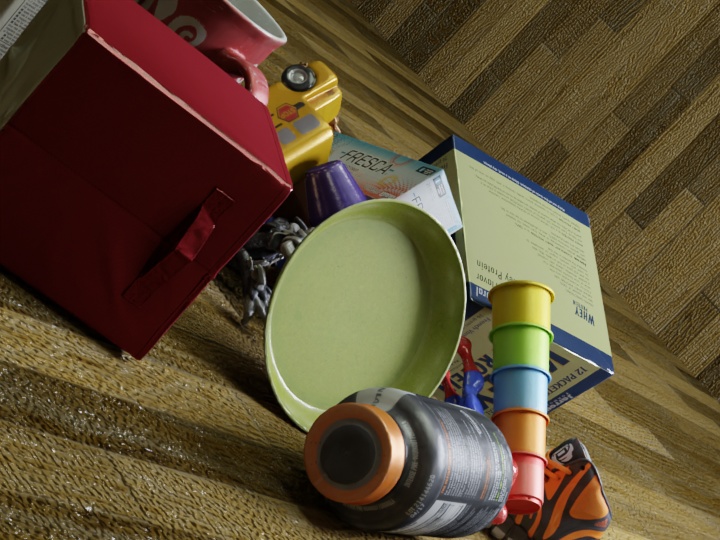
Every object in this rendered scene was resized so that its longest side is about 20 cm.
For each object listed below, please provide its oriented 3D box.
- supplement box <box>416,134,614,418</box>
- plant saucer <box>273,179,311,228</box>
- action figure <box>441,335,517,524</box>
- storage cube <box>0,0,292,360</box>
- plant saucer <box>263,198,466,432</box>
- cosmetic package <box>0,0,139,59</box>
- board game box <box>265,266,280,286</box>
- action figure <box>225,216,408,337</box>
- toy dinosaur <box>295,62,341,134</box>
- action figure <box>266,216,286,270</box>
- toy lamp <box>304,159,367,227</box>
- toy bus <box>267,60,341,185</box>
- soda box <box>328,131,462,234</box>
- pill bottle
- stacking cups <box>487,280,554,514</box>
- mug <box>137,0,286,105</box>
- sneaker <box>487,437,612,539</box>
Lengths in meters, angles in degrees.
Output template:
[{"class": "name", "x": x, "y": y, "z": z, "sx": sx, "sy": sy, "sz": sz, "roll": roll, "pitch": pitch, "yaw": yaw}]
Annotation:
[{"class": "supplement box", "x": 0.120, "y": 0.016, "z": 1.755, "sx": 0.200, "sy": 0.134, "sz": 0.200, "roll": 27, "pitch": 43, "yaw": -34}, {"class": "plant saucer", "x": -0.065, "y": -0.061, "z": 1.741, "sx": 0.200, "sy": 0.037, "sz": 0.200, "roll": 49, "pitch": -22, "yaw": 28}, {"class": "action figure", "x": 0.069, "y": 0.132, "z": 1.516, "sx": 0.099, "sy": 0.065, "sz": 0.200, "roll": 15, "pitch": 34, "yaw": -28}, {"class": "storage cube", "x": -0.177, "y": -0.079, "z": 1.277, "sx": 0.180, "sy": 0.171, "sz": 0.200, "roll": 37, "pitch": 13, "yaw": -23}, {"class": "plant saucer", "x": -0.001, "y": 0.038, "z": 1.450, "sx": 0.200, "sy": 0.200, "sz": 0.031, "roll": 34, "pitch": -9, "yaw": -40}, {"class": "cosmetic package", "x": -0.253, "y": -0.219, "z": 1.439, "sx": 0.103, "sy": 0.200, "sz": 0.087, "roll": 30, "pitch": 17, "yaw": -48}, {"class": "board game box", "x": -0.135, "y": -0.061, "z": 1.733, "sx": 0.200, "sy": 0.030, "sz": 0.096, "roll": 45, "pitch": 12, "yaw": 21}, {"class": "action figure", "x": -0.059, "y": 0.005, "z": 1.545, "sx": 0.119, "sy": 0.102, "sz": 0.200, "roll": -19, "pitch": 13, "yaw": -37}, {"class": "toy dinosaur", "x": -0.060, "y": -0.118, "z": 1.893, "sx": 0.102, "sy": 0.135, "sz": 0.200, "roll": -151, "pitch": -127, "yaw": -74}, {"class": "action figure", "x": -0.055, "y": 0.001, "z": 1.650, "sx": 0.200, "sy": 0.052, "sz": 0.065, "roll": 64, "pitch": 13, "yaw": 5}, {"class": "toy lamp", "x": 0.000, "y": 0.000, "z": 1.618, "sx": 0.058, "sy": 0.058, "sz": 0.200, "roll": -76, "pitch": 146, "yaw": -77}, {"class": "toy bus", "x": -0.094, "y": -0.105, "z": 1.603, "sx": 0.078, "sy": 0.200, "sz": 0.065, "roll": 46, "pitch": -29, "yaw": 19}, {"class": "soda box", "x": 0.009, "y": -0.073, "z": 1.706, "sx": 0.200, "sy": 0.068, "sz": 0.064, "roll": 26, "pitch": -37, "yaw": 56}, {"class": "pill bottle", "x": 0.032, "y": 0.144, "z": 1.357, "sx": 0.106, "sy": 0.106, "sz": 0.200, "roll": 49, "pitch": 12, "yaw": 25}, {"class": "stacking cups", "x": 0.142, "y": 0.109, "z": 1.558, "sx": 0.060, "sy": 0.060, "sz": 0.200, "roll": 32, "pitch": 49, "yaw": -45}, {"class": "mug", "x": -0.173, "y": -0.154, "z": 1.488, "sx": 0.133, "sy": 0.200, "sz": 0.178, "roll": 39, "pitch": 13, "yaw": -25}, {"class": "sneaker", "x": 0.138, "y": 0.174, "z": 1.598, "sx": 0.200, "sy": 0.112, "sz": 0.078, "roll": 40, "pitch": 11, "yaw": -14}]
